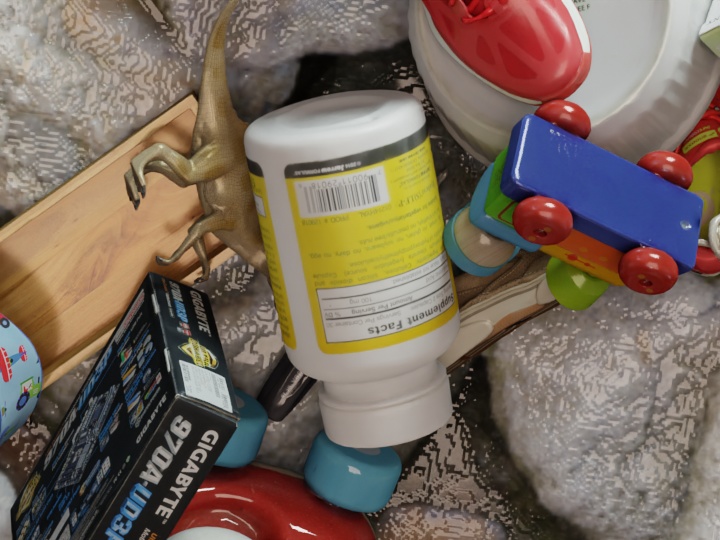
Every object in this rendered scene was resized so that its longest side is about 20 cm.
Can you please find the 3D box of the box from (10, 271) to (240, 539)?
[{"bbox_3d":[-0.150,0.122,1.281,0.046,0.159,0.201,25,109,-22],"label":"box"}]

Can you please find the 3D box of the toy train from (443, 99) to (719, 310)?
[{"bbox_3d":[0.154,-0.010,1.223,0.199,0.116,0.085,24,57,-16],"label":"toy train"}]

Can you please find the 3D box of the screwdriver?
[{"bbox_3d":[-0.007,0.013,1.354,0.029,0.028,0.201,35,97,21],"label":"screwdriver"}]

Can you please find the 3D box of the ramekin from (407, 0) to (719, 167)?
[{"bbox_3d":[0.120,-0.152,1.262,0.201,0.094,0.204,-1,88,18],"label":"ramekin"}]

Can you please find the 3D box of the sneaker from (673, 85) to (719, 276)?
[{"bbox_3d":[0.215,-0.095,1.316,0.076,0.085,0.201,-11,101,-2],"label":"sneaker"}]

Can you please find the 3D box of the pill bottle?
[{"bbox_3d":[0.000,0.000,1.265,0.111,0.111,0.201,-10,107,-1],"label":"pill bottle"}]

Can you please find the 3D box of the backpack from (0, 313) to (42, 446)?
[{"bbox_3d":[-0.307,0.071,1.280,0.200,0.135,0.182,37,126,-16],"label":"backpack"}]

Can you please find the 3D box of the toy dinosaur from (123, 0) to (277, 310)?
[{"bbox_3d":[-0.094,-0.066,1.296,0.101,0.058,0.201,-18,107,-15],"label":"toy dinosaur"}]

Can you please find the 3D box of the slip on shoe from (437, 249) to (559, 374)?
[{"bbox_3d":[0.103,0.000,1.327,0.199,0.076,0.061,-34,81,22],"label":"slip on shoe"}]

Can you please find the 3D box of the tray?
[{"bbox_3d":[-0.160,-0.016,1.337,0.199,0.037,0.099,-35,100,4],"label":"tray"}]

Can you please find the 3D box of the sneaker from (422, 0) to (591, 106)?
[{"bbox_3d":[0.044,-0.176,1.177,0.078,0.115,0.200,-47,73,12],"label":"sneaker"}]

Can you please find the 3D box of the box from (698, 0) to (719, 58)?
[{"bbox_3d":[0.297,-0.133,1.276,0.200,0.036,0.145,39,52,-20],"label":"box"}]

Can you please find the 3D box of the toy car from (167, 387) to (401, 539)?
[{"bbox_3d":[-0.073,0.201,1.284,0.176,0.200,0.185,19,107,-6],"label":"toy car"}]
